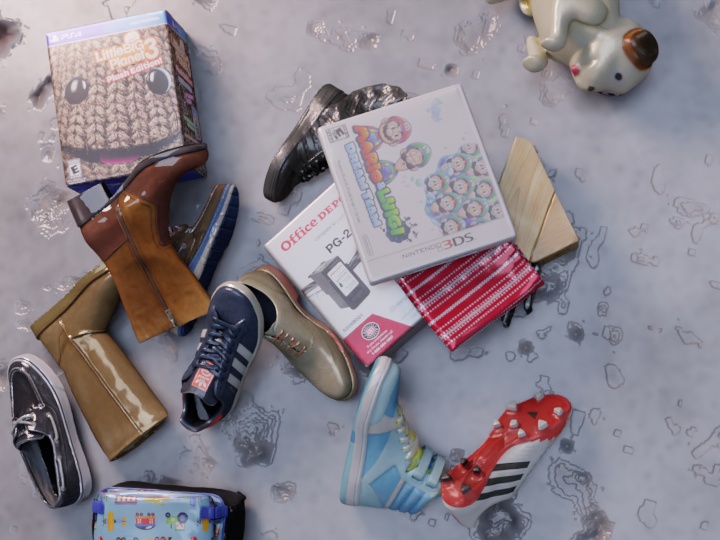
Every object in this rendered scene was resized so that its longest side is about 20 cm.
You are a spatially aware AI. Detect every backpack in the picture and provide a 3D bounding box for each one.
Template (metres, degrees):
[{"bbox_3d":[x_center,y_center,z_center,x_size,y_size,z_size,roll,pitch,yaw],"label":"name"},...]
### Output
[{"bbox_3d":[-0.235,0.359,1.702,0.182,0.135,0.201,4,86,9],"label":"backpack"}]

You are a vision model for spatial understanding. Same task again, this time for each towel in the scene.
[{"bbox_3d":[0.103,-0.024,1.680,0.144,0.022,0.200,-36,79,-8],"label":"towel"}]

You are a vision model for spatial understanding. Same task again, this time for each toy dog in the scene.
[{"bbox_3d":[0.272,-0.300,1.726,0.194,0.140,0.200,-22,76,-32],"label":"toy dog"}]

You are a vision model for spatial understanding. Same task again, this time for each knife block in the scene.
[{"bbox_3d":[0.167,-0.037,1.728,0.175,0.064,0.201,-25,80,3],"label":"knife block"}]

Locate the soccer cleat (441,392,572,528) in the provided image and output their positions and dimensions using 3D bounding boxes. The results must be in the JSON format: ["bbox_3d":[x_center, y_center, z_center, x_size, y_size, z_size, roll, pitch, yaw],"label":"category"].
[{"bbox_3d":[0.177,0.225,1.699,0.200,0.085,0.069,-40,45,-19],"label":"soccer cleat"}]

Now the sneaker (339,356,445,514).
[{"bbox_3d":[0.054,0.200,1.690,0.130,0.080,0.201,14,116,5],"label":"sneaker"}]

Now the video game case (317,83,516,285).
[{"bbox_3d":[0.065,-0.102,1.675,0.181,0.024,0.201,-18,77,-5],"label":"video game case"}]

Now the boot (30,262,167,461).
[{"bbox_3d":[-0.298,0.107,1.773,0.175,0.066,0.200,-40,78,20],"label":"boot"}]

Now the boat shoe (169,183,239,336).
[{"bbox_3d":[-0.214,-0.023,1.775,0.072,0.072,0.201,22,86,11],"label":"boat shoe"}]

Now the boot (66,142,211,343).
[{"bbox_3d":[-0.228,-0.035,1.707,0.188,0.068,0.200,-29,98,-1],"label":"boot"}]

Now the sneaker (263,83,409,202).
[{"bbox_3d":[-0.031,-0.155,1.772,0.104,0.060,0.200,29,84,15],"label":"sneaker"}]

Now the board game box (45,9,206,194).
[{"bbox_3d":[-0.294,-0.207,1.796,0.159,0.097,0.201,-11,82,6],"label":"board game box"}]

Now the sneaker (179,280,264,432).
[{"bbox_3d":[-0.172,0.110,1.702,0.075,0.085,0.201,23,121,17],"label":"sneaker"}]

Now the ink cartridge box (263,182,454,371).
[{"bbox_3d":[0.000,0.000,1.737,0.145,0.083,0.200,-42,80,1],"label":"ink cartridge box"}]

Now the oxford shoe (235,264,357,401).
[{"bbox_3d":[-0.084,0.084,1.733,0.200,0.074,0.071,48,118,11],"label":"oxford shoe"}]

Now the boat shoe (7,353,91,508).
[{"bbox_3d":[-0.400,0.200,1.768,0.072,0.068,0.201,-24,82,28],"label":"boat shoe"}]
